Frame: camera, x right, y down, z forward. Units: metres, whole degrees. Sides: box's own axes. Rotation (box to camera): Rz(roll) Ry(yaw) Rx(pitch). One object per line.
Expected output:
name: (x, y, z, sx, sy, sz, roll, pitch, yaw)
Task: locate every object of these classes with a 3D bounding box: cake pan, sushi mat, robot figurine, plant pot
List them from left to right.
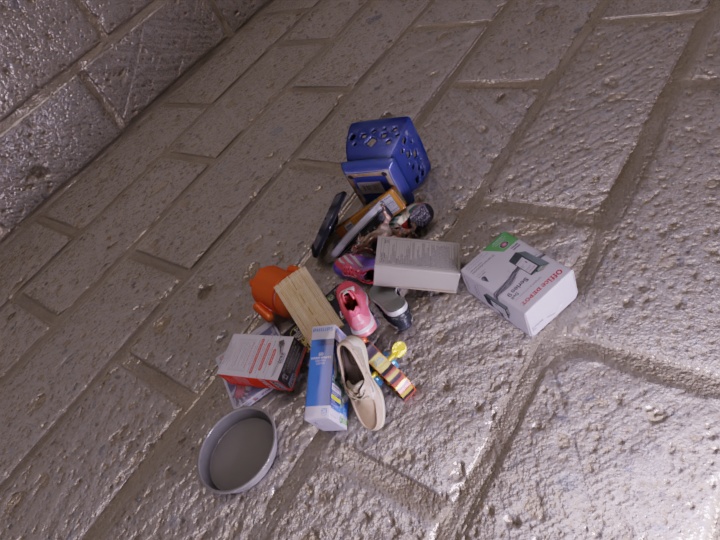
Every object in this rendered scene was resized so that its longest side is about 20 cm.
cake pan: (-0.267, 0.398, 1.227, 0.198, 0.037, 0.202, -16, 44, 16)
robot figurine: (-0.209, 0.058, 1.464, 0.199, 0.118, 0.143, 20, 27, 41)
sushi mat: (-0.127, 0.085, 1.346, 0.095, 0.012, 0.201, -34, 62, -5)
plant pot: (0.066, -0.298, 1.592, 0.198, 0.200, 0.181, 2, 57, 30)

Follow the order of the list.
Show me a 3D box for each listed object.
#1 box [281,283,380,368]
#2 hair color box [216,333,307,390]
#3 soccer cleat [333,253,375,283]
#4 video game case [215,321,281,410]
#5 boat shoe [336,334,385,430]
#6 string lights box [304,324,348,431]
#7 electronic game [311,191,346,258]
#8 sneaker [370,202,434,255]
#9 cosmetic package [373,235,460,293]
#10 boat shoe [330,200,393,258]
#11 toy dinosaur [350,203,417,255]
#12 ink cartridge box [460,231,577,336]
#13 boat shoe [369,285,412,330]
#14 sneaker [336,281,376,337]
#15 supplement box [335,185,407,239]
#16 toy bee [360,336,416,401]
box: (-0.073, 0.145, 1.350, 0.200, 0.049, 0.161, -41, 46, -10)
hair color box: (-0.234, 0.215, 1.316, 0.198, 0.064, 0.112, -2, 55, 35)
soccer cleat: (0.000, 0.000, 1.420, 0.198, 0.067, 0.077, 1, 36, 36)
video game case: (-0.263, 0.234, 1.394, 0.181, 0.023, 0.200, -35, 42, -5)
boat shoe: (-0.005, 0.235, 1.129, 0.071, 0.202, 0.065, -14, 2, 24)
string lights box: (-0.067, 0.230, 1.190, 0.058, 0.103, 0.202, -7, 61, 18)
electronic game: (-0.086, -0.127, 1.541, 0.041, 0.200, 0.201, 25, 56, -5)
sneaker: (0.105, -0.112, 1.495, 0.199, 0.071, 0.093, -39, 17, 2)
cosmetic package: (0.132, -0.015, 1.312, 0.198, 0.074, 0.104, 6, 49, 4)
boat shoe: (0.003, -0.097, 1.464, 0.200, 0.057, 0.069, -45, 6, 16)
toy dinosaur: (0.068, -0.074, 1.408, 0.136, 0.199, 0.086, -50, 38, 26)
ink cartridge box: (0.340, 0.024, 1.199, 0.146, 0.084, 0.200, -40, 43, -10)
boat shoe: (0.071, 0.081, 1.315, 0.075, 0.061, 0.200, -25, 21, 1)
sneaker: (-0.017, 0.067, 1.283, 0.073, 0.087, 0.201, -28, 33, -1)
supplement box: (0.029, -0.146, 1.514, 0.199, 0.069, 0.067, -32, 11, 16)
toy bee: (0.027, 0.199, 1.196, 0.198, 0.109, 0.132, 10, 57, 36)
